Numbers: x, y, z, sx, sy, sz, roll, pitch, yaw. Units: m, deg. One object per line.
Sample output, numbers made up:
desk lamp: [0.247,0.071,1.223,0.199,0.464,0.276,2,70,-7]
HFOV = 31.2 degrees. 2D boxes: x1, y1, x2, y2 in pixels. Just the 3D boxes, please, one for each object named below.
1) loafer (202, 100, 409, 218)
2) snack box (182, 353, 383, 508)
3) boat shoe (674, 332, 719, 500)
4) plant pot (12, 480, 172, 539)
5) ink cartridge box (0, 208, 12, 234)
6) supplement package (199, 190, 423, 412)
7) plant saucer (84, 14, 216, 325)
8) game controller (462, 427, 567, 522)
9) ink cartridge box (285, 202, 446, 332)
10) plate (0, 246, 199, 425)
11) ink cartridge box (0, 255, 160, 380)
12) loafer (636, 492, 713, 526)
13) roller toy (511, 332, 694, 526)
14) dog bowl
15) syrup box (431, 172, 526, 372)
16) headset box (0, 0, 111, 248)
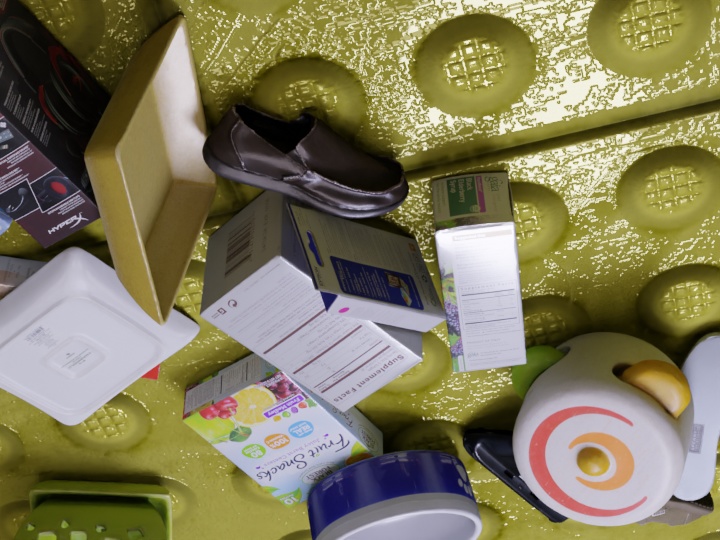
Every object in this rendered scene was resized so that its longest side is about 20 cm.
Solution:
loafer: [-0.044,-0.105,1.199,0.199,0.073,0.072,11,130,-14]
snack box: [-0.085,0.179,1.471,0.142,0.053,0.200,-27,128,22]
boat shoe: [0.386,0.157,1.456,0.073,0.068,0.200,4,109,9]
plant pot: [-0.317,0.365,1.548,0.199,0.182,0.200,3,132,-4]
ink cartridge box: [-0.440,-0.084,1.208,0.136,0.077,0.200,-36,122,27]
supplement package: [-0.046,0.028,1.291,0.117,0.117,0.200,-36,124,27]
plant saucer: [-0.185,-0.089,1.131,0.048,0.201,0.201,3,133,10]
game controller: [0.209,0.243,1.531,0.104,0.042,0.200,-14,136,42]
ink cartridge box: [0.000,0.000,1.231,0.037,0.095,0.200,-34,151,27]
plate: [-0.299,0.082,1.346,0.199,0.032,0.200,-35,136,16]
ink cartridge box: [-0.310,0.067,1.366,0.199,0.050,0.163,9,132,-6]
loafer: [0.335,0.267,1.550,0.199,0.076,0.068,24,122,-21]
roller toy: [0.262,0.173,1.382,0.199,0.140,0.183,-5,114,24]
dog bowl: [0.039,0.290,1.522,0.199,0.079,0.200,-10,148,-6]
syrup box: [0.120,0.004,1.300,0.081,0.079,0.201,-7,132,5]
headset box: [-0.300,-0.143,1.106,0.075,0.149,0.200,-25,128,21]
